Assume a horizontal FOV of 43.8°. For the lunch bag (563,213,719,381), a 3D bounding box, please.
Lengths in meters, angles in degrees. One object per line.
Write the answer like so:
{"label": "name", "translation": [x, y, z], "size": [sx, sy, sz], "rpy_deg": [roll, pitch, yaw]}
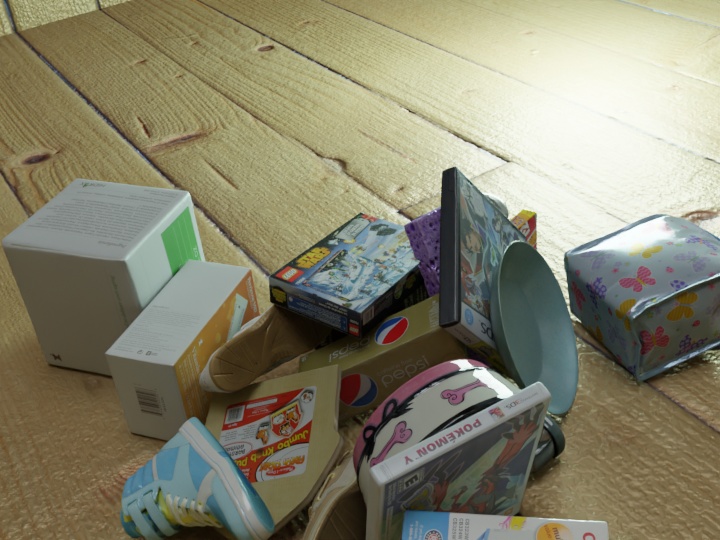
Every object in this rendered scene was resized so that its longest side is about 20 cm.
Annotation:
{"label": "lunch bag", "translation": [0.380, 0.023, 1.111], "size": [0.197, 0.129, 0.170], "rpy_deg": [-24, 33, -8]}

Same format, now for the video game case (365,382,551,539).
{"label": "video game case", "translation": [0.086, 0.206, 0.826], "size": [0.180, 0.202, 0.023], "rpy_deg": [-23, 50, -22]}

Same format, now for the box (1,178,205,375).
{"label": "box", "translation": [-0.327, 0.010, 1.198], "size": [0.196, 0.202, 0.172], "rpy_deg": [8, 36, 22]}

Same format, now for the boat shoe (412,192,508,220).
{"label": "boat shoe", "translation": [0.153, -0.077, 1.300], "size": [0.071, 0.071, 0.200], "rpy_deg": [-22, 4, -34]}

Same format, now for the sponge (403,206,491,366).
{"label": "sponge", "translation": [0.130, 0.018, 1.100], "size": [0.111, 0.203, 0.030], "rpy_deg": [-25, 6, -40]}

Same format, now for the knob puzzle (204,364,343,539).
{"label": "knob puzzle", "translation": [-0.102, 0.210, 0.978], "size": [0.216, 0.031, 0.222], "rpy_deg": [-20, 43, 19]}

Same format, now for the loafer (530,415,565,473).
{"label": "loafer", "translation": [0.136, 0.157, 1.009], "size": [0.063, 0.073, 0.199], "rpy_deg": [-35, 44, -27]}

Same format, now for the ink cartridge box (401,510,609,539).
{"label": "ink cartridge box", "translation": [0.132, 0.292, 0.743], "size": [0.196, 0.127, 0.130], "rpy_deg": [-1, 40, 10]}

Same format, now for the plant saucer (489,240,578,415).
{"label": "plant saucer", "translation": [0.194, 0.069, 1.037], "size": [0.038, 0.203, 0.202], "rpy_deg": [-18, 24, 33]}

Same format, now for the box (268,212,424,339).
{"label": "box", "translation": [0.000, 0.000, 1.098], "size": [0.135, 0.041, 0.199], "rpy_deg": [20, 37, 29]}

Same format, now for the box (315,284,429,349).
{"label": "box", "translation": [0.016, 0.022, 1.204], "size": [0.196, 0.102, 0.075], "rpy_deg": [-16, 34, -12]}

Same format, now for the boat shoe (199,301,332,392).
{"label": "boat shoe", "translation": [-0.116, 0.086, 1.087], "size": [0.198, 0.072, 0.069], "rpy_deg": [-28, 1, -39]}

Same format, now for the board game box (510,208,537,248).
{"label": "board game box", "translation": [0.177, 0.004, 1.202], "size": [0.030, 0.097, 0.199], "rpy_deg": [22, 43, 38]}

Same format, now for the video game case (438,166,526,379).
{"label": "video game case", "translation": [0.150, 0.007, 1.059], "size": [0.025, 0.180, 0.203], "rpy_deg": [-17, 55, 33]}

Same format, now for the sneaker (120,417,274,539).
{"label": "sneaker", "translation": [-0.173, 0.245, 0.909], "size": [0.130, 0.080, 0.199], "rpy_deg": [-39, 30, -13]}

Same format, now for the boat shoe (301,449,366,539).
{"label": "boat shoe", "translation": [-0.016, 0.246, 0.910], "size": [0.069, 0.074, 0.200], "rpy_deg": [-26, 12, 35]}

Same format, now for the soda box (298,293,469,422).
{"label": "soda box", "translation": [0.026, 0.106, 1.042], "size": [0.197, 0.068, 0.064], "rpy_deg": [-25, 29, 17]}

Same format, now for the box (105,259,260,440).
{"label": "box", "translation": [-0.210, 0.097, 1.116], "size": [0.096, 0.126, 0.201], "rpy_deg": [7, 36, 20]}

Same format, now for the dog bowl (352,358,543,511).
{"label": "dog bowl", "translation": [0.078, 0.171, 0.864], "size": [0.197, 0.202, 0.074], "rpy_deg": [-22, 50, -21]}
